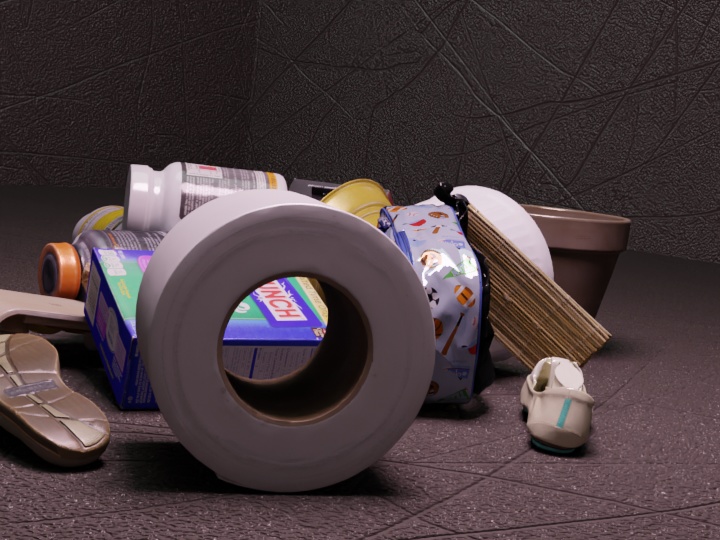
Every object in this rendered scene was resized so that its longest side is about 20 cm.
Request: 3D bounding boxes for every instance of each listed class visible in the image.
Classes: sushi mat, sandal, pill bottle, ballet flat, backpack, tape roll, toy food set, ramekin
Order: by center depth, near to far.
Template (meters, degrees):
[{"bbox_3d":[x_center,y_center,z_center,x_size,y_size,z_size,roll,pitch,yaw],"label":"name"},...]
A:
[{"bbox_3d":[-0.059,0.045,0.925,0.202,0.204,0.139,4,6,-15],"label":"tape roll"},{"bbox_3d":[-0.251,0.102,0.956,0.080,0.054,0.200,-7,27,-37],"label":"sandal"},{"bbox_3d":[0.180,0.111,1.142,0.069,0.070,0.200,6,6,3],"label":"ballet flat"},{"bbox_3d":[0.053,0.036,1.204,0.153,0.201,0.191,-7,19,-13],"label":"backpack"},{"bbox_3d":[-0.306,0.062,1.253,0.200,0.061,0.143,11,1,-40],"label":"toy food set"},{"bbox_3d":[0.152,0.028,1.282,0.200,0.096,0.012,44,36,8],"label":"sushi mat"},{"bbox_3d":[0.101,0.012,1.391,0.200,0.201,0.098,10,16,38],"label":"ramekin"},{"bbox_3d":[-0.276,0.005,1.507,0.199,0.107,0.106,1,8,-36],"label":"pill bottle"},{"bbox_3d":[-0.200,-0.078,1.630,0.199,0.117,0.116,6,6,-14],"label":"pill bottle"},{"bbox_3d":[-0.329,-0.031,1.753,0.111,0.112,0.200,2,8,-30],"label":"pill bottle"}]

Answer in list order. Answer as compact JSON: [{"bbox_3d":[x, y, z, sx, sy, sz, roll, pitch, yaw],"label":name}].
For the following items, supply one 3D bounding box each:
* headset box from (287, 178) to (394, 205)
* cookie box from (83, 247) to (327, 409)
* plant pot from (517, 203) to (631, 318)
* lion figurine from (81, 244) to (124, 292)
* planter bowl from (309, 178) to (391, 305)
[{"bbox_3d":[-0.020,-0.040,1.745,0.148,0.075,0.200,8,-37,25],"label":"headset box"},{"bbox_3d":[-0.135,0.050,1.160,0.199,0.075,0.171,2,27,-26],"label":"cookie box"},{"bbox_3d":[0.224,0.011,1.563,0.199,0.174,0.200,5,6,-1],"label":"plant pot"},{"bbox_3d":[-0.230,0.034,1.410,0.122,0.073,0.200,8,-16,6],"label":"lion figurine"},{"bbox_3d":[0.000,0.000,1.507,0.083,0.201,0.200,31,20,31],"label":"planter bowl"}]
